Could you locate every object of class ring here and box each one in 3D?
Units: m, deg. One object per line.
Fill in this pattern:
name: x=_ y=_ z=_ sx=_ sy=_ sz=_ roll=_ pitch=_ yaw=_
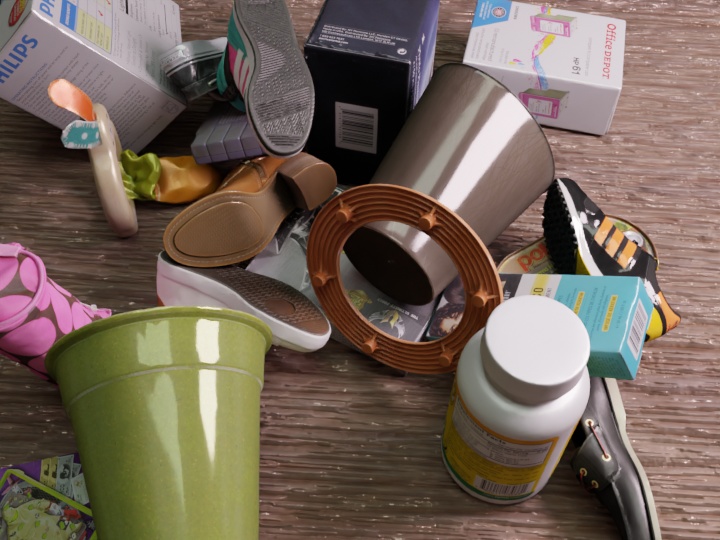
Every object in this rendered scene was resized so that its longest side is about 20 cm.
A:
ring: x=0.034 y=0.015 z=0.787 sx=0.200 sy=0.201 sz=0.019 roll=26 pitch=40 yaw=16

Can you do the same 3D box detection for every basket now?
basket: x=0.082 y=-0.074 z=0.864 sx=0.136 sy=0.181 sz=0.200 roll=2 pitch=48 yaw=55

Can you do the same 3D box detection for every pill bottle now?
pill bottle: x=0.134 y=0.113 z=0.745 sx=0.112 sy=0.201 sz=0.113 roll=1 pitch=53 yaw=-1

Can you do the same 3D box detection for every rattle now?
rattle: x=-0.232 y=-0.129 z=0.913 sx=0.142 sy=0.201 sz=0.131 roll=2 pitch=53 yaw=-1

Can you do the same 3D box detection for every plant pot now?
plant pot: x=-0.160 y=0.157 z=0.727 sx=0.199 sy=0.200 sz=0.191 roll=-8 pitch=65 yaw=-8

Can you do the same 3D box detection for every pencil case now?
pencil case: x=-0.285 y=0.046 z=0.781 sx=0.090 sy=0.200 sz=0.094 roll=12 pitch=69 yaw=12

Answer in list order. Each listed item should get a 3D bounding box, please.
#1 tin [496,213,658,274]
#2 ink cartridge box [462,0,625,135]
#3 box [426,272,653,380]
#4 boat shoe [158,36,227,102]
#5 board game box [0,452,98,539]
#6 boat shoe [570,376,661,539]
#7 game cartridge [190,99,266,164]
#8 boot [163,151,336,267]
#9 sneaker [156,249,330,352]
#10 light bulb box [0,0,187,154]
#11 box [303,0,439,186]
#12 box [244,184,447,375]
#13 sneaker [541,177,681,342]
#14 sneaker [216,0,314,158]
tin: x=0.231 y=0.008 z=0.930 sx=0.199 sy=0.042 sz=0.112 roll=-27 pitch=62 yaw=-20
ink cartridge box: x=0.234 y=-0.266 z=1.107 sx=0.199 sy=0.085 sz=0.145 roll=12 pitch=53 yaw=5
box: x=0.167 y=0.049 z=0.817 sx=0.199 sy=0.049 sz=0.083 roll=1 pitch=55 yaw=38
boat shoe: x=-0.174 y=-0.235 z=1.024 sx=0.072 sy=0.071 sz=0.200 roll=-17 pitch=11 yaw=24
board game box: x=-0.264 y=0.255 z=0.732 sx=0.119 sy=0.032 sz=0.201 roll=-7 pitch=53 yaw=-13
boat shoe: x=0.223 y=0.180 z=0.782 sx=0.063 sy=0.074 sz=0.202 roll=-11 pitch=52 yaw=1
game cartridge: x=-0.118 y=-0.193 z=1.027 sx=0.129 sy=0.039 sz=0.201 roll=-10 pitch=35 yaw=18
boot: x=-0.137 y=-0.076 z=0.923 sx=0.199 sy=0.077 sz=0.155 roll=-35 pitch=26 yaw=-19
sneaker: x=-0.120 y=0.048 z=0.863 sx=0.199 sy=0.085 sz=0.073 roll=24 pitch=26 yaw=22
light bulb box: x=-0.321 y=-0.268 z=0.999 sx=0.125 sy=0.200 sz=0.199 roll=-35 pitch=48 yaw=27
box: x=0.019 y=-0.237 z=1.004 sx=0.122 sy=0.201 sz=0.199 roll=11 pitch=54 yaw=7
box: x=0.000 y=0.000 z=0.920 sx=0.199 sy=0.048 sz=0.159 roll=26 pitch=56 yaw=17
sneaker: x=0.258 y=-0.012 z=0.887 sx=0.089 sy=0.070 sz=0.201 roll=-8 pitch=58 yaw=-14
sneaker: x=-0.106 y=-0.192 z=0.923 sx=0.083 sy=0.121 sz=0.201 roll=-6 pitch=71 yaw=-16
